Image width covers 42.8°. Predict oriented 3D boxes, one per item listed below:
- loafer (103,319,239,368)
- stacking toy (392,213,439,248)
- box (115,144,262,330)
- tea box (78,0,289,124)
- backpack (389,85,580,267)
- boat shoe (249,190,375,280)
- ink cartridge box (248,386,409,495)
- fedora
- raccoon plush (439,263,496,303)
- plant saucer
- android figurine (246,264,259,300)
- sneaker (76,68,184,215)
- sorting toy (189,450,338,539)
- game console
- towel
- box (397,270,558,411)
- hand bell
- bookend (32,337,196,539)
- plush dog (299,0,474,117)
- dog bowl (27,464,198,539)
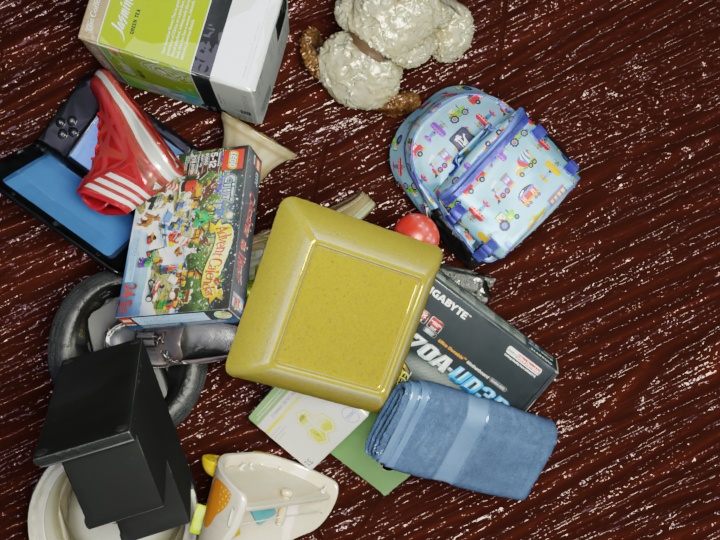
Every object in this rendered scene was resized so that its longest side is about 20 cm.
[{"bbox_3d":[-0.187,0.073,1.028,0.198,0.063,0.073,1,85,-12],"label":"loafer"},{"bbox_3d":[0.000,0.000,1.032,0.199,0.085,0.086,-33,92,-4],"label":"stacking toy"},{"bbox_3d":[-0.187,-0.038,1.016,0.135,0.038,0.202,-6,63,18],"label":"box"},{"bbox_3d":[-0.191,-0.272,1.051,0.195,0.200,0.135,17,87,-3],"label":"tea box"},{"bbox_3d":[0.140,-0.128,1.110,0.182,0.135,0.200,-41,91,-3],"label":"backpack"},{"bbox_3d":[-0.077,-0.051,1.120,0.199,0.074,0.067,-30,97,-4],"label":"boat shoe"},{"bbox_3d":[-0.019,0.192,1.094,0.200,0.048,0.146,40,131,-2],"label":"ink cartridge box"},{"bbox_3d":[-0.272,0.099,1.089,0.199,0.092,0.203,1,85,-11],"label":"fedora"},{"bbox_3d":[0.078,0.058,1.132,0.198,0.097,0.135,13,97,5],"label":"raccoon plush"},{"bbox_3d":[-0.019,0.047,0.974,0.198,0.048,0.202,18,96,-22],"label":"plant saucer"},{"bbox_3d":[-0.070,0.057,1.103,0.198,0.041,0.184,2,114,-11],"label":"android figurine"},{"bbox_3d":[-0.291,-0.142,1.043,0.115,0.078,0.200,-39,51,-1],"label":"sneaker"},{"bbox_3d":[-0.143,0.313,1.072,0.106,0.200,0.181,24,94,30],"label":"sorting toy"},{"bbox_3d":[-0.299,-0.117,1.083,0.199,0.116,0.177,36,87,-4],"label":"game console"},{"bbox_3d":[0.114,0.185,1.020,0.198,0.049,0.112,19,113,-18],"label":"towel"},{"bbox_3d":[0.104,0.110,1.072,0.199,0.046,0.159,37,107,-1],"label":"box"},{"bbox_3d":[-0.169,-0.078,1.114,0.104,0.104,0.201,29,96,-3],"label":"hand bell"},{"bbox_3d":[-0.240,0.207,0.940,0.091,0.199,0.202,-16,113,-4],"label":"bookend"},{"bbox_3d":[0.022,-0.274,1.108,0.199,0.161,0.173,30,110,-4],"label":"plush dog"},{"bbox_3d":[-0.287,0.291,1.099,0.198,0.074,0.202,0,89,-4],"label":"dog bowl"}]
